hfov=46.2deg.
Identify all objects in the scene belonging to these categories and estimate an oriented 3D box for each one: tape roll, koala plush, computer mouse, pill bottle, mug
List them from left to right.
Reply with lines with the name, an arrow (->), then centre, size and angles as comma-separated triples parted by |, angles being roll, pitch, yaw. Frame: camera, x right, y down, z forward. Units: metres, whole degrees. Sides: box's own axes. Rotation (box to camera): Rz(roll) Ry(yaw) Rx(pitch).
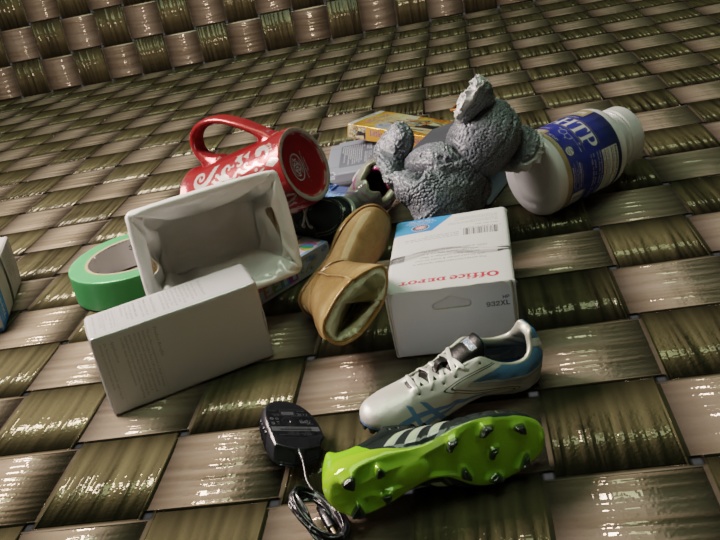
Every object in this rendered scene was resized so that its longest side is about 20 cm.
tape roll -> -0.344, -0.006, 1.297 | 0.196, 0.049, 0.201 | -11, 24, 5
mug -> -0.162, -0.133, 1.214 | 0.197, 0.178, 0.135 | -18, 41, 37
computer mouse -> -0.054, 0.185, 0.771 | 0.057, 0.035, 0.200 | 7, 23, -21
koala plush -> 0.145, -0.152, 1.157 | 0.200, 0.177, 0.185 | -43, 26, 15
pill bottle -> 0.322, -0.171, 1.250 | 0.198, 0.122, 0.119 | -25, 27, -28

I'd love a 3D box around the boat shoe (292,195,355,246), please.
boat shoe -> -0.077, -0.077, 1.263 | 0.059, 0.077, 0.199 | 10, -8, -32

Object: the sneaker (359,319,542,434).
sneaker -> 0.087, 0.103, 0.827 | 0.196, 0.074, 0.072 | -19, 26, -13

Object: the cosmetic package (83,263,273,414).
cosmetic package -> -0.211, 0.077, 0.987 | 0.196, 0.104, 0.074 | -19, 26, -18

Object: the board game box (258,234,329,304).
board game box -> -0.156, 0.004, 1.202 | 0.133, 0.035, 0.199 | 13, 34, 43

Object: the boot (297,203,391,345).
boot -> 0.000, 0.000, 0.983 | 0.177, 0.066, 0.200 | -57, 12, -4

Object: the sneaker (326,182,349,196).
sneaker -> -0.086, -0.125, 1.396 | 0.196, 0.079, 0.076 | -1, 24, 20

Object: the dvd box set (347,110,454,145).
dvd box set -> 0.093, -0.269, 1.620 | 0.197, 0.030, 0.146 | 14, 25, 26

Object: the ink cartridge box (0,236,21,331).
ink cartridge box -> -0.612, 0.033, 1.291 | 0.143, 0.086, 0.200 | -15, 23, -8

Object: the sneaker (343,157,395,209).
sneaker -> 0.029, -0.132, 1.318 | 0.088, 0.081, 0.201 | -47, 9, 37

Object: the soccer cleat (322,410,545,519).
soccer cleat -> 0.060, 0.155, 0.728 | 0.196, 0.069, 0.081 | -13, 17, -8

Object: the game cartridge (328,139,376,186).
game cartridge -> 0.005, -0.203, 1.576 | 0.130, 0.041, 0.201 | -12, 24, 8

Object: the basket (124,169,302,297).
basket -> -0.191, -0.038, 1.078 | 0.196, 0.138, 0.123 | -18, 10, -17

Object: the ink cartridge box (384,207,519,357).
ink cartridge box -> 0.111, 0.010, 0.999 | 0.142, 0.085, 0.201 | -7, 25, 11

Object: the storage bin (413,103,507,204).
storage bin -> 0.154, -0.190, 1.368 | 0.132, 0.148, 0.200 | -10, 22, 31
